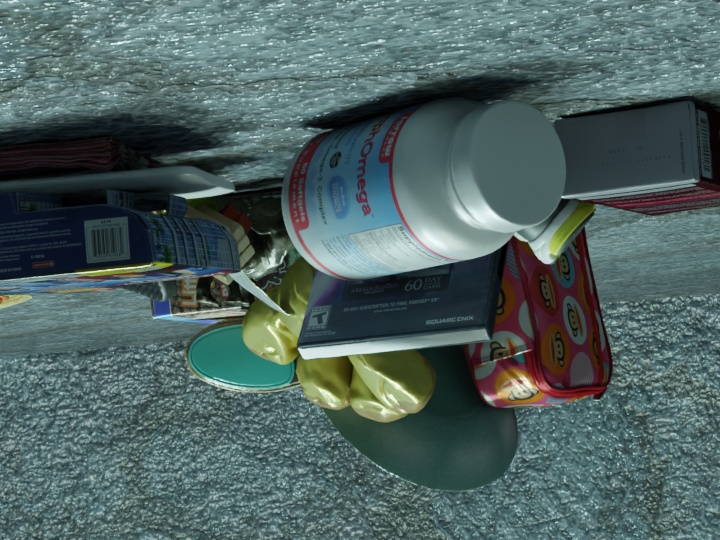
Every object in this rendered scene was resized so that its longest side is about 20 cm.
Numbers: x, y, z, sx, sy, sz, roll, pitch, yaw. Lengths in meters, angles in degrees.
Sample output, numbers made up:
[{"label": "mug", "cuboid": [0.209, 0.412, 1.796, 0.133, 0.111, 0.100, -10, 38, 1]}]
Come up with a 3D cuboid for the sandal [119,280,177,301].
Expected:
[{"label": "sandal", "cuboid": [-0.188, -0.022, 1.725, 0.045, 0.075, 0.200, -37, -149, -24]}]

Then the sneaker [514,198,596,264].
[{"label": "sneaker", "cuboid": [0.130, -0.069, 1.742, 0.075, 0.085, 0.200, -47, -169, 4]}]

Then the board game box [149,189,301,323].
[{"label": "board game box", "cuboid": [-0.066, -0.013, 1.957, 0.199, 0.097, 0.159, -7, 174, 20]}]

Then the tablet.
[{"label": "tablet", "cuboid": [-0.199, -0.055, 1.590, 0.199, 0.014, 0.130, -4, 176, 10]}]

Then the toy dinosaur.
[{"label": "toy dinosaur", "cuboid": [-0.116, -0.023, 1.860, 0.199, 0.103, 0.077, 9, 172, 29]}]

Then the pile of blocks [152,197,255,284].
[{"label": "pile of blocks", "cuboid": [-0.148, -0.048, 1.763, 0.062, 0.082, 0.200, -48, -149, -20]}]

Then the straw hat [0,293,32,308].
[{"label": "straw hat", "cuboid": [-0.380, -0.002, 1.865, 0.200, 0.086, 0.201, -10, 177, -1]}]

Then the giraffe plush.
[{"label": "giraffe plush", "cuboid": [0.000, 0.000, 1.754, 0.172, 0.163, 0.200, 9, 147, 43]}]

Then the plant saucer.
[{"label": "plant saucer", "cuboid": [0.053, 0.094, 1.877, 0.200, 0.201, 0.039, -1, 139, -37]}]

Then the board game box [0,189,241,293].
[{"label": "board game box", "cuboid": [-0.195, -0.020, 1.562, 0.199, 0.062, 0.200, -5, 177, 19]}]

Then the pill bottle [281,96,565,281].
[{"label": "pill bottle", "cuboid": [0.043, -0.057, 1.509, 0.108, 0.109, 0.200, -1, 173, -37]}]

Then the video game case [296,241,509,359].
[{"label": "video game case", "cuboid": [0.039, -0.020, 1.620, 0.142, 0.201, 0.019, -7, 135, 21]}]

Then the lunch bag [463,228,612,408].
[{"label": "lunch bag", "cuboid": [0.149, 0.018, 1.914, 0.082, 0.201, 0.176, -16, 170, 29]}]

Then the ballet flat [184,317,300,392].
[{"label": "ballet flat", "cuboid": [-0.054, 0.069, 1.981, 0.199, 0.071, 0.065, -2, -171, 2]}]

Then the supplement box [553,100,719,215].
[{"label": "supplement box", "cuboid": [0.232, -0.081, 1.679, 0.108, 0.061, 0.200, -6, 174, 26]}]

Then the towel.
[{"label": "towel", "cuboid": [-0.227, -0.068, 1.624, 0.143, 0.023, 0.200, -5, 175, 6]}]
